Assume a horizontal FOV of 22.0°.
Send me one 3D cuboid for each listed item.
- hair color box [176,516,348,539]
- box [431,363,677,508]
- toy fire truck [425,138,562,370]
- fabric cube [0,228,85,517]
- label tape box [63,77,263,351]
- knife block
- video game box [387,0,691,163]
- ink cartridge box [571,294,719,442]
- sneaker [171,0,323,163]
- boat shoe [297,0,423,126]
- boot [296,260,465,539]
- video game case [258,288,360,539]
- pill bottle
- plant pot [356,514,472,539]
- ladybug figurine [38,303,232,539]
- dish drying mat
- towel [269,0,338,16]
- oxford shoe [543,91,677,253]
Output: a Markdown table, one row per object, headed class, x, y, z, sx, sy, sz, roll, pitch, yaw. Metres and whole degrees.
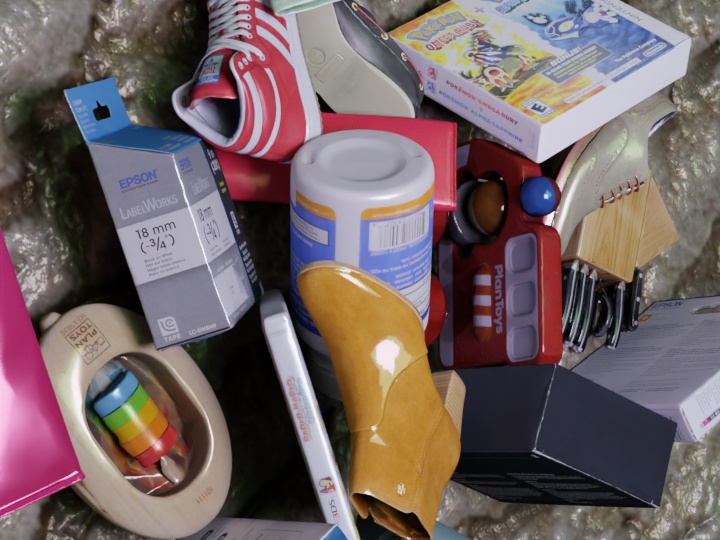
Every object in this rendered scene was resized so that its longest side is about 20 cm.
| class | x | y | z | sx | sy | sz | roll | pitch | yaw |
| --- | --- | --- | --- | --- | --- | --- | --- | --- | --- |
| hair color box | -0.086 | 0.235 | 1.353 | 0.100 | 0.200 | 0.061 | -43 | 109 | -29 |
| box | 0.137 | 0.137 | 1.522 | 0.141 | 0.200 | 0.079 | 23 | 73 | -31 |
| toy fire truck | 0.110 | -0.012 | 1.541 | 0.112 | 0.168 | 0.200 | 8 | 78 | -34 |
| fabric cube | -0.331 | 0.078 | 1.203 | 0.196 | 0.200 | 0.200 | -24 | 100 | -35 |
| label tape box | -0.142 | -0.054 | 1.385 | 0.063 | 0.144 | 0.200 | -17 | 97 | 9 |
| knife block | 0.196 | -0.031 | 1.669 | 0.175 | 0.064 | 0.200 | -31 | 102 | -34 |
| video game box | 0.152 | -0.186 | 1.595 | 0.200 | 0.182 | 0.047 | -32 | 139 | -34 |
| ink cartridge box | 0.276 | 0.085 | 1.630 | 0.200 | 0.196 | 0.043 | -33 | 105 | -33 |
| sneaker | -0.102 | -0.179 | 1.440 | 0.112 | 0.071 | 0.200 | -2 | 68 | -54 |
| boat shoe | -0.026 | -0.193 | 1.536 | 0.201 | 0.074 | 0.063 | 46 | 32 | -14 |
| boot | 0.010 | 0.100 | 1.369 | 0.201 | 0.071 | 0.144 | 46 | 44 | -33 |
| video game case | -0.042 | 0.110 | 1.415 | 0.023 | 0.200 | 0.182 | -18 | 95 | -3 |
| pill bottle | 0.000 | 0.000 | 1.461 | 0.112 | 0.112 | 0.200 | -24 | 131 | -35 |
| plant pot | 0.064 | 0.292 | 1.468 | 0.196 | 0.200 | 0.200 | 37 | 65 | -18 |
| ladybug figurine | -0.179 | 0.112 | 1.382 | 0.136 | 0.072 | 0.200 | -42 | 108 | -32 |
| dish drying mat | -0.020 | -0.089 | 1.503 | 0.200 | 0.018 | 0.077 | 3 | 79 | -10 |
| towel | -0.032 | -0.302 | 1.487 | 0.152 | 0.023 | 0.200 | -17 | 66 | -14 |
| oxford shoe | 0.211 | -0.084 | 1.610 | 0.074 | 0.071 | 0.200 | 29 | 75 | 4 |
